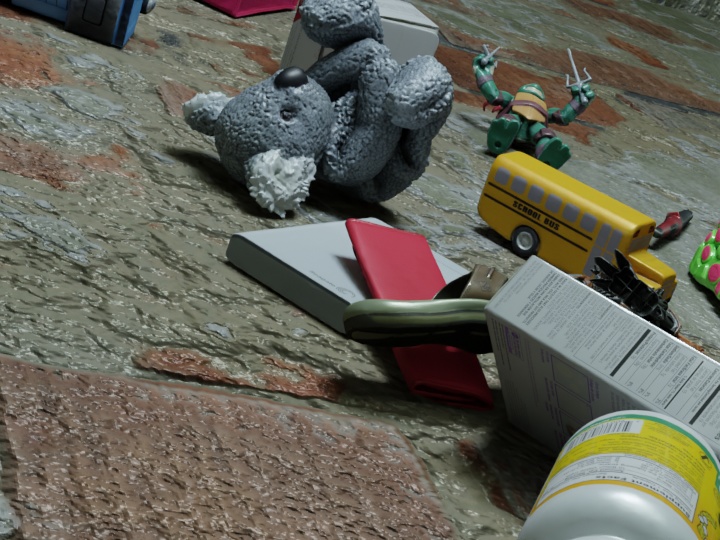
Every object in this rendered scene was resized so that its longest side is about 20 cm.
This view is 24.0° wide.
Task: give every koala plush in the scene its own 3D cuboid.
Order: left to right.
[{"bbox_3d":[-0.048,-0.128,1.535,0.199,0.185,0.177,-21,52,-32],"label":"koala plush"}]

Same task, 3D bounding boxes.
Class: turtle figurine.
[{"bbox_3d":[0.202,-0.193,2.007,0.148,0.102,0.201,6,34,4],"label":"turtle figurine"}]

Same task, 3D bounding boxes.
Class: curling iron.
[{"bbox_3d":[0.338,-0.056,1.880,0.049,0.026,0.199,31,21,21],"label":"curling iron"}]

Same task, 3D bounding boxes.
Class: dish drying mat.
[{"bbox_3d":[0.043,0.031,1.290,0.076,0.018,0.201,12,33,-25],"label":"dish drying mat"}]

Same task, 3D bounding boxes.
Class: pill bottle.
[{"bbox_3d":[0.146,0.161,0.956,0.112,0.114,0.200,23,19,10],"label":"pill bottle"}]

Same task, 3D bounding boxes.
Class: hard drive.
[{"bbox_3d":[0.000,0.000,1.382,0.131,0.027,0.199,31,22,27],"label":"hard drive"}]

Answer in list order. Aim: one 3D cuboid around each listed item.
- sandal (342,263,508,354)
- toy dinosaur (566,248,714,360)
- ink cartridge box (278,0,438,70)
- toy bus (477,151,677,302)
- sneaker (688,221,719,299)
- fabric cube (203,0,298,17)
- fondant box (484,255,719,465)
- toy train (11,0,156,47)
[{"bbox_3d":[0.077,0.022,1.220,0.199,0.080,0.058,4,69,-35],"label":"sandal"},{"bbox_3d":[0.229,0.046,1.404,0.198,0.103,0.135,6,-7,30],"label":"toy dinosaur"},{"bbox_3d":[-0.007,-0.230,1.818,0.082,0.148,0.200,9,21,-26],"label":"ink cartridge box"},{"bbox_3d":[0.210,-0.036,1.614,0.199,0.079,0.065,30,21,26],"label":"toy bus"},{"bbox_3d":[0.392,0.006,1.722,0.083,0.077,0.200,34,19,-14],"label":"sneaker"},{"bbox_3d":[-0.173,-0.462,2.207,0.198,0.202,0.196,27,19,14],"label":"fabric cube"},{"bbox_3d":[0.182,0.094,1.135,0.199,0.145,0.058,33,67,31],"label":"fondant box"},{"bbox_3d":[-0.320,-0.315,1.831,0.198,0.087,0.114,19,25,-3],"label":"toy train"}]
